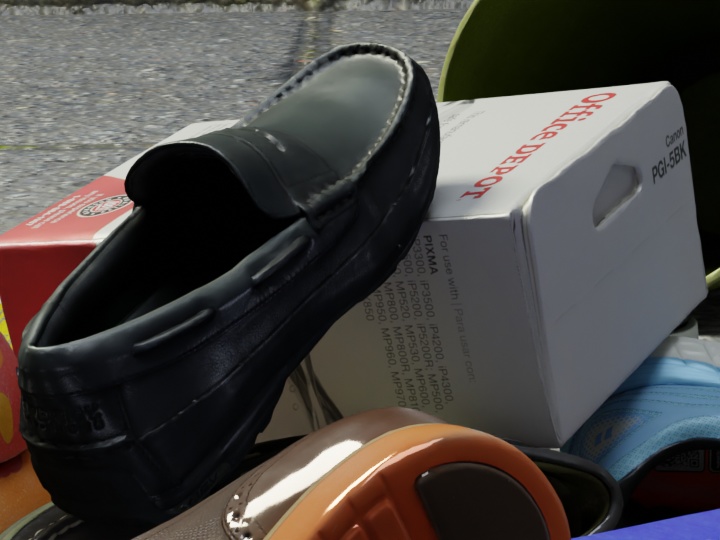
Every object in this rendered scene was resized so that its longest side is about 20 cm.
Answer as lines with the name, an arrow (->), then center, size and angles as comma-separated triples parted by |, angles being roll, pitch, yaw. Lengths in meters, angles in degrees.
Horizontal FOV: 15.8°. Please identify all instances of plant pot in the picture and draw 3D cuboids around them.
plant pot -> 0.161, -0.067, 1.300 | 0.187, 0.187, 0.200 | 4, -3, 25

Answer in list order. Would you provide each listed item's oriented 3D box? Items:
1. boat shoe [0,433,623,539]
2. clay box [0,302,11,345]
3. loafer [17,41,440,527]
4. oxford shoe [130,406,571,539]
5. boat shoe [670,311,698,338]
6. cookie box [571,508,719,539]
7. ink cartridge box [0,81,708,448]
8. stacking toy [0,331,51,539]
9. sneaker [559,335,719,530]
boat shoe -> -0.013, 0.076, 0.746 | 0.200, 0.073, 0.065 | -9, -19, -35
clay box -> -0.091, 0.041, 1.029 | 0.200, 0.048, 0.115 | 2, 14, 6
loafer -> -0.033, -0.012, 0.742 | 0.068, 0.070, 0.201 | 4, 39, 30
oxford shoe -> -0.048, 0.103, 0.506 | 0.200, 0.071, 0.073 | -38, 22, -13
boat shoe -> 0.056, 0.012, 1.131 | 0.200, 0.060, 0.076 | -6, 12, -25
cookie box -> 0.089, 0.114, 0.576 | 0.200, 0.075, 0.171 | -8, 13, -28
ink cartridge box -> 0.000, 0.000, 0.885 | 0.200, 0.083, 0.147 | -3, 18, 29
stacking toy -> -0.152, 0.019, 0.754 | 0.146, 0.200, 0.146 | -1, 12, 0
sneaker -> 0.164, 0.071, 0.854 | 0.200, 0.078, 0.090 | -5, 26, 10
